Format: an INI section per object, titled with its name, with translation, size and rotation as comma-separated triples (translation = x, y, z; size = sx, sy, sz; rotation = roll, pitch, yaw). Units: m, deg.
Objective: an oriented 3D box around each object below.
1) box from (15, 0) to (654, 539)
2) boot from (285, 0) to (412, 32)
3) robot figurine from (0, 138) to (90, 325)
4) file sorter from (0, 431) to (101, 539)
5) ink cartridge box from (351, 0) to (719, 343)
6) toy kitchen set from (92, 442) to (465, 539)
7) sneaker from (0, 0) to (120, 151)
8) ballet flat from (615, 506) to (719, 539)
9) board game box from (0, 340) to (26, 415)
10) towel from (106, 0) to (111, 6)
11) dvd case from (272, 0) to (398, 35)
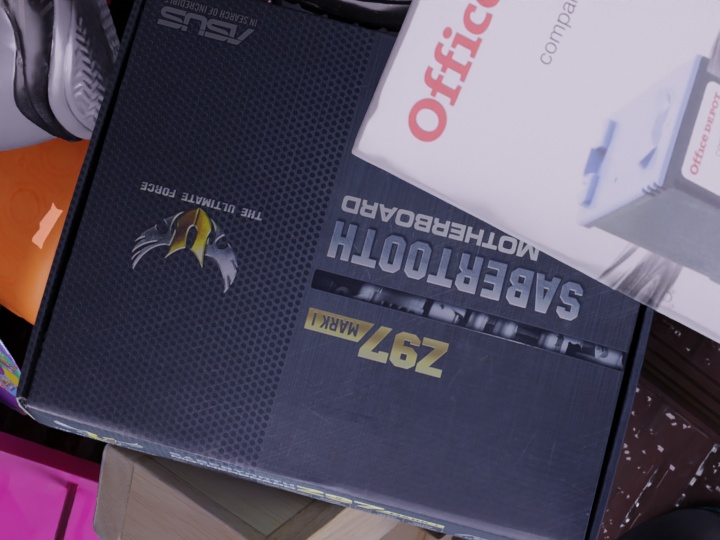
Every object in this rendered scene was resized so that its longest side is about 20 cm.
[box]
translation = 0.000, 0.000, 0.728
size = 0.199, 0.051, 0.158
rotation = 15, 79, 3
[boot]
translation = 0.047, -0.147, 0.726
size = 0.199, 0.070, 0.132
rotation = 13, 116, 18
[robot figurine]
translation = -0.141, -0.056, 0.890
size = 0.200, 0.117, 0.144
rotation = 38, 168, 16
[file sorter]
translation = -0.201, 0.160, 0.975
size = 0.199, 0.126, 0.139
rotation = 19, 128, -9
[ink cartridge box]
translation = 0.119, -0.061, 0.636
size = 0.199, 0.086, 0.147
rotation = 27, 113, 10
[toy kitchen set]
translation = -0.058, 0.102, 0.860
size = 0.163, 0.180, 0.201
rotation = 30, 129, 23
[sneaker]
translation = -0.169, -0.126, 0.767
size = 0.115, 0.075, 0.201
rotation = -21, 95, 7
[ballet flat]
translation = 0.087, 0.170, 0.860
size = 0.073, 0.073, 0.200
rotation = 47, 130, 8
[board game box]
translation = -0.236, 0.010, 0.979
size = 0.200, 0.039, 0.158
rotation = 26, 154, 41
[towel]
translation = -0.132, -0.177, 0.824
size = 0.144, 0.023, 0.200
rotation = 31, 96, 19
[dvd case]
translation = 0.049, -0.106, 0.790
size = 0.199, 0.018, 0.143
rotation = 6, 115, 34
